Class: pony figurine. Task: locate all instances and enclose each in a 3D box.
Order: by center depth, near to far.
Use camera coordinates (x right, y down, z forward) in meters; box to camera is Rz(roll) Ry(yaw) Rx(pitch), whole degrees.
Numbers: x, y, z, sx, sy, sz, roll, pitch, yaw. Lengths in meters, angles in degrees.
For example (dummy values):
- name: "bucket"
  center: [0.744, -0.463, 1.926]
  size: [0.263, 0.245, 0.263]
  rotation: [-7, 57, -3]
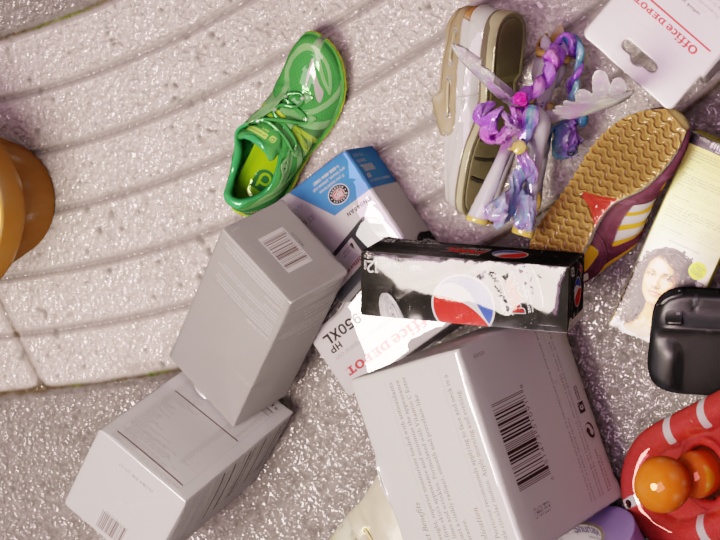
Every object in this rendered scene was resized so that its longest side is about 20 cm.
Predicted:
- name: "pony figurine"
  center: [0.153, -0.135, 1.634]
  size: [0.166, 0.193, 0.201]
  rotation: [17, 94, 6]

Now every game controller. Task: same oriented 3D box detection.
- name: "game controller"
  center: [0.366, 0.070, 1.648]
  size: [0.199, 0.042, 0.105]
  rotation: [4, 118, 2]

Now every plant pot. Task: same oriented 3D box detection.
- name: "plant pot"
  center: [-0.413, -0.068, 1.847]
  size: [0.199, 0.183, 0.201]
  rotation: [2, 96, 18]

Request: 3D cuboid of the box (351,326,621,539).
- name: "box"
  center: [0.120, 0.158, 1.667]
  size: [0.130, 0.200, 0.200]
  rotation: [-18, 91, 36]

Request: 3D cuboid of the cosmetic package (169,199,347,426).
- name: "cosmetic package"
  center: [-0.101, 0.044, 1.725]
  size: [0.107, 0.090, 0.200]
  rotation: [47, 140, 17]

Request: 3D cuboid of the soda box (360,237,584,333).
- name: "soda box"
  center: [0.103, 0.013, 1.648]
  size: [0.199, 0.071, 0.064]
  rotation: [4, 103, 19]

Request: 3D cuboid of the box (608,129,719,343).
- name: "box"
  center: [0.307, -0.026, 1.677]
  size: [0.075, 0.050, 0.201]
  rotation: [24, 102, 14]

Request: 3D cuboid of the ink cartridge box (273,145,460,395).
- name: "ink cartridge box"
  center: [0.000, 0.000, 1.765]
  size: [0.144, 0.084, 0.200]
  rotation: [-36, 84, 19]

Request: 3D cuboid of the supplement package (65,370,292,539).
- name: "supplement package"
  center: [-0.177, 0.185, 1.772]
  size: [0.114, 0.200, 0.110]
  rotation: [38, 125, 12]

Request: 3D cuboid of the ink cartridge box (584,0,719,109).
- name: "ink cartridge box"
  center: [0.311, -0.255, 1.634]
  size: [0.116, 0.067, 0.200]
  rotation: [43, 102, 10]

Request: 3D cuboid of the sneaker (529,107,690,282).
- name: "sneaker"
  center: [0.243, -0.070, 1.674]
  size: [0.200, 0.090, 0.075]
  rotation: [-49, 60, 22]

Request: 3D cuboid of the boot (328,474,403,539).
- name: "boot"
  center: [0.080, 0.273, 1.775]
  size: [0.200, 0.072, 0.155]
  rotation: [34, 103, 13]

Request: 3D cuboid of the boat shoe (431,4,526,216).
- name: "boat shoe"
  center: [0.108, -0.156, 1.726]
  size: [0.068, 0.075, 0.201]
  rotation: [19, 104, 36]

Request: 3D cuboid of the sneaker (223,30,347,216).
- name: "sneaker"
  center: [-0.075, -0.140, 1.777]
  size: [0.074, 0.084, 0.201]
  rotation: [28, 103, 14]

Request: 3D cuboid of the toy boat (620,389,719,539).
- name: "toy boat"
  center: [0.302, 0.187, 1.627]
  size: [0.200, 0.130, 0.131]
  rotation: [-39, 64, 53]

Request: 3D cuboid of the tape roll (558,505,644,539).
- name: "tape roll"
  center: [0.181, 0.306, 1.667]
  size: [0.199, 0.200, 0.085]
  rotation: [-22, 101, 19]
